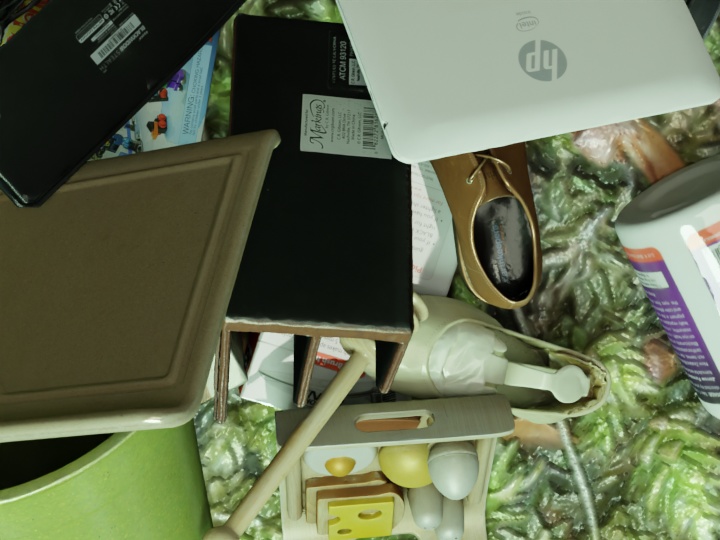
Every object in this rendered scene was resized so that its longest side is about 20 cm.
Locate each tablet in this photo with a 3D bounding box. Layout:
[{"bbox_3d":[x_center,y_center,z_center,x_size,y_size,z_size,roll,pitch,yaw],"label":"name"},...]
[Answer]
[{"bbox_3d":[0.094,-0.132,0.903,0.200,0.014,0.130,-12,65,-14],"label":"tablet"}]

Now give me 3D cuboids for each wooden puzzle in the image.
[{"bbox_3d":[-0.140,0.013,0.802,0.185,0.200,0.037,-7,134,24],"label":"wooden puzzle"}]

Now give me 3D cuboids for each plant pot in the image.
[{"bbox_3d":[-0.164,0.112,0.892,0.200,0.200,0.190,-18,132,-3],"label":"plant pot"}]

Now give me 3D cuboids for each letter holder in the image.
[{"bbox_3d":[-0.031,-0.022,0.922,0.101,0.142,0.200,4,59,-6],"label":"letter holder"}]

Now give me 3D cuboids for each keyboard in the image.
[{"bbox_3d":[-0.148,-0.134,0.860,0.200,0.040,0.104,-48,118,-22],"label":"keyboard"}]

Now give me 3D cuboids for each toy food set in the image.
[{"bbox_3d":[0.020,0.147,1.028,0.143,0.200,0.060,-4,56,-4],"label":"toy food set"}]

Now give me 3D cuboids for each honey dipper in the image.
[{"bbox_3d":[-0.028,0.090,0.926,0.038,0.038,0.200,41,67,-11],"label":"honey dipper"}]

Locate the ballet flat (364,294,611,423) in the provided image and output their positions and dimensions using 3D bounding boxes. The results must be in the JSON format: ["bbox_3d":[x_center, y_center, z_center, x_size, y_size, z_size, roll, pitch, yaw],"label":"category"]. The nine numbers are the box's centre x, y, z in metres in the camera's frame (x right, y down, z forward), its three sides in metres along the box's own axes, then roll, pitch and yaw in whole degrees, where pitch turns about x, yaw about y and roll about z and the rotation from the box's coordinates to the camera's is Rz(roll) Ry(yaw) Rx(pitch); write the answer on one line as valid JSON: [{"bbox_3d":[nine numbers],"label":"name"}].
[{"bbox_3d":[0.086,0.061,1.024,0.200,0.069,0.070,14,100,-40],"label":"ballet flat"}]

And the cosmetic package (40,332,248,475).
[{"bbox_3d":[-0.176,0.074,1.022,0.200,0.105,0.071,-27,103,1],"label":"cosmetic package"}]

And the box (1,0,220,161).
[{"bbox_3d":[-0.161,-0.085,0.925,0.137,0.038,0.200,4,107,-24],"label":"box"}]

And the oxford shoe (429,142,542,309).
[{"bbox_3d":[0.074,-0.072,0.979,0.071,0.071,0.200,-20,98,-2],"label":"oxford shoe"}]

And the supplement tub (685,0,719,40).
[{"bbox_3d":[0.127,-0.200,1.003,0.200,0.107,0.107,28,96,-10],"label":"supplement tub"}]

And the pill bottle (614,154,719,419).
[{"bbox_3d":[0.259,0.030,1.055,0.111,0.111,0.200,-28,102,0],"label":"pill bottle"}]

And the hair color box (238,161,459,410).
[{"bbox_3d":[0.000,0.000,1.048,0.111,0.064,0.200,18,96,-10],"label":"hair color box"}]
